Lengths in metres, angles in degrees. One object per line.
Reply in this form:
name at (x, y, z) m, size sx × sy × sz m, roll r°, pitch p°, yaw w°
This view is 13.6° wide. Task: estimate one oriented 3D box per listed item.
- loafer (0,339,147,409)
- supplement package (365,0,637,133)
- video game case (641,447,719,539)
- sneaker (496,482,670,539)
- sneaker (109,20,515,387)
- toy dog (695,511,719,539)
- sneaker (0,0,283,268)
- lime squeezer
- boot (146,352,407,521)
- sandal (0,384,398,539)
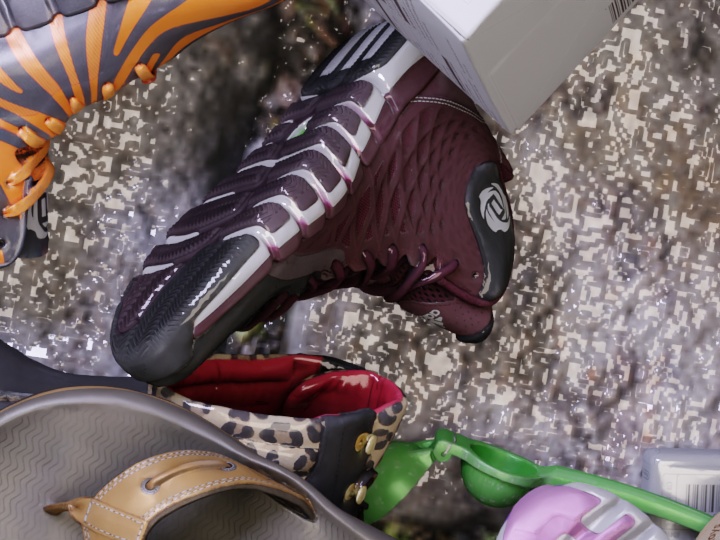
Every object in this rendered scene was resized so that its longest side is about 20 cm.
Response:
loafer at (-0.148, 0.051, 1.153) m, size 0.199 × 0.073 × 0.073 m, roll -8°, pitch 90°, yaw -11°
supplement package at (0.025, -0.182, 1.074) m, size 0.200 × 0.151 × 0.152 m, roll 43°, pitch 89°, yaw 13°
video game case at (0.208, 0.165, 1.229) m, size 0.198 × 0.024 × 0.183 m, roll 2°, pitch 96°, yaw -7°
sneaker at (0.117, 0.167, 1.162) m, size 0.080 × 0.088 × 0.201 m, roll -36°, pitch 97°, yaw 2°
sneaker at (0.000, 0.000, 1.132) m, size 0.116 × 0.075 × 0.200 m, roll 52°, pitch 56°, yaw -18°
toy dog at (0.221, 0.098, 1.157) m, size 0.132 × 0.096 × 0.201 m, roll 32°, pitch 92°, yaw -21°
sneaker at (-0.113, -0.065, 1.149) m, size 0.199 × 0.078 × 0.113 m, roll -11°, pitch 101°, yaw 6°
lime squeezer at (0.041, 0.096, 1.187) m, size 0.199 × 0.038 × 0.071 m, roll -14°, pitch 83°, yaw 3°
boot at (-0.006, 0.114, 1.141) m, size 0.199 × 0.073 × 0.152 m, roll 7°, pitch 109°, yaw -11°
sandal at (-0.054, 0.101, 1.052) m, size 0.199 × 0.055 × 0.082 m, roll 28°, pitch 93°, yaw 11°
